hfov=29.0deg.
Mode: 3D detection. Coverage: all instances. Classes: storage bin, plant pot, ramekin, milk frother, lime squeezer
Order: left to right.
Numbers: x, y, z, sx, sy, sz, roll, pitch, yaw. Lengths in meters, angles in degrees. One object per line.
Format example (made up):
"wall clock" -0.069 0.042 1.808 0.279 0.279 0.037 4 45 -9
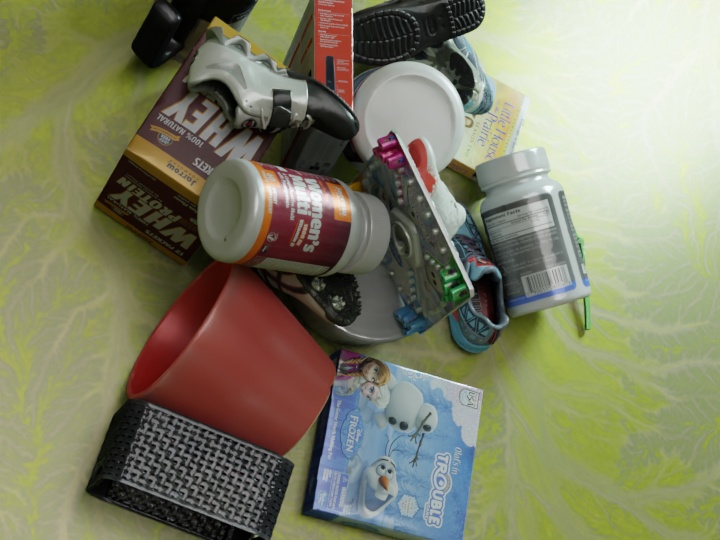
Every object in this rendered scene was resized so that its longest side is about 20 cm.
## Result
"milk frother" -0.224 -0.369 1.692 0.179 0.188 0.202 -24 83 -28
"storage bin" -0.188 0.228 1.538 0.198 0.135 0.095 24 67 -13
"plant pot" -0.137 0.111 1.580 0.177 0.200 0.202 38 63 -16
"ramekin" 0.000 0.000 1.715 0.200 0.094 0.205 7 71 -19
"lime squeezer" 0.273 -0.021 1.864 0.070 0.038 0.201 -34 89 -27

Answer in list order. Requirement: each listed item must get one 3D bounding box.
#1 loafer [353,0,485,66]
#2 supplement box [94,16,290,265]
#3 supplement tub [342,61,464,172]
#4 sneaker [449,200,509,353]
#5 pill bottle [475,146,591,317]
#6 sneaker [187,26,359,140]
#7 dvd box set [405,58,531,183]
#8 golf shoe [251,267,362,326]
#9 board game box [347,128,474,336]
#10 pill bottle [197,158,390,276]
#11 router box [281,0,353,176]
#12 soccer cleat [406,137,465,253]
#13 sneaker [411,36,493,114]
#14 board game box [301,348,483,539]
"loafer" 0.059 -0.313 1.769 0.198 0.071 0.074 -15 118 -13
"supplement box" -0.189 -0.146 1.628 0.132 0.197 0.201 34 65 -9
"supplement tub" 0.042 -0.182 1.713 0.138 0.200 0.142 -1 96 -10
"sneaker" 0.148 -0.002 1.774 0.078 0.095 0.202 -10 77 -25
"pill bottle" 0.218 -0.050 1.795 0.113 0.114 0.202 -14 87 -25
"sneaker" -0.099 -0.179 1.528 0.198 0.074 0.089 27 65 -3
"dvd box set" 0.122 -0.214 1.870 0.198 0.029 0.148 28 65 -11
"golf shoe" -0.080 -0.004 1.610 0.200 0.088 0.077 47 41 11
"board game box" 0.046 -0.035 1.580 0.026 0.200 0.202 -22 82 -19
"pill bottle" -0.069 -0.052 1.506 0.198 0.109 0.111 8 68 -41
"router box" -0.055 -0.213 1.701 0.048 0.200 0.182 4 72 -14
"soccer cleat" 0.083 -0.079 1.617 0.084 0.201 0.069 -11 47 -12
"sneaker" 0.114 -0.282 1.843 0.086 0.077 0.202 19 43 -53
"board game box" 0.042 0.218 1.689 0.197 0.043 0.202 17 67 -18
